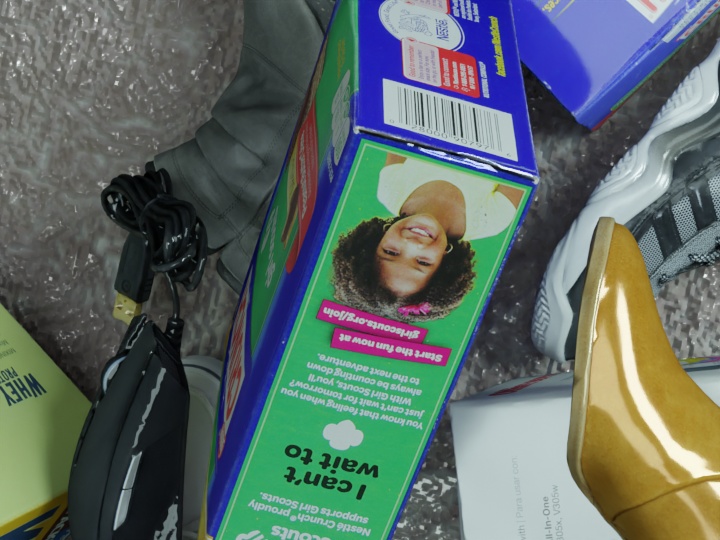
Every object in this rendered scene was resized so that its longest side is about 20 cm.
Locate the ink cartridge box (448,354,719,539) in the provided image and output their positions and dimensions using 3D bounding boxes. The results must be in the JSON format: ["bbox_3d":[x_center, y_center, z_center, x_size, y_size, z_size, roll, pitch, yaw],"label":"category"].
[{"bbox_3d":[0.149,0.080,0.909,0.199,0.145,0.088,-8,89,16],"label":"ink cartridge box"}]

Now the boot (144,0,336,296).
[{"bbox_3d":[-0.051,-0.081,1.003,0.132,0.070,0.200,-36,82,16],"label":"boot"}]

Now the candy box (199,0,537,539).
[{"bbox_3d":[0.000,0.000,0.884,0.077,0.169,0.200,14,118,-8],"label":"candy box"}]

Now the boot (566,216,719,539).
[{"bbox_3d":[0.149,0.080,0.805,0.144,0.071,0.202,0,94,10],"label":"boot"}]

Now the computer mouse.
[{"bbox_3d":[-0.106,0.053,0.963,0.046,0.140,0.201,2,109,-15],"label":"computer mouse"}]

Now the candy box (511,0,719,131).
[{"bbox_3d":[0.092,-0.190,0.956,0.169,0.077,0.200,-43,79,12],"label":"candy box"}]

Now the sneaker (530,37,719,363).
[{"bbox_3d":[0.166,-0.020,0.937,0.114,0.075,0.200,40,99,14],"label":"sneaker"}]

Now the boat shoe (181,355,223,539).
[{"bbox_3d":[-0.080,0.141,1.018,0.073,0.065,0.201,-2,90,17],"label":"boat shoe"}]

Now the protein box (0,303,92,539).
[{"bbox_3d":[-0.251,0.080,0.985,0.200,0.198,0.135,46,118,11],"label":"protein box"}]
